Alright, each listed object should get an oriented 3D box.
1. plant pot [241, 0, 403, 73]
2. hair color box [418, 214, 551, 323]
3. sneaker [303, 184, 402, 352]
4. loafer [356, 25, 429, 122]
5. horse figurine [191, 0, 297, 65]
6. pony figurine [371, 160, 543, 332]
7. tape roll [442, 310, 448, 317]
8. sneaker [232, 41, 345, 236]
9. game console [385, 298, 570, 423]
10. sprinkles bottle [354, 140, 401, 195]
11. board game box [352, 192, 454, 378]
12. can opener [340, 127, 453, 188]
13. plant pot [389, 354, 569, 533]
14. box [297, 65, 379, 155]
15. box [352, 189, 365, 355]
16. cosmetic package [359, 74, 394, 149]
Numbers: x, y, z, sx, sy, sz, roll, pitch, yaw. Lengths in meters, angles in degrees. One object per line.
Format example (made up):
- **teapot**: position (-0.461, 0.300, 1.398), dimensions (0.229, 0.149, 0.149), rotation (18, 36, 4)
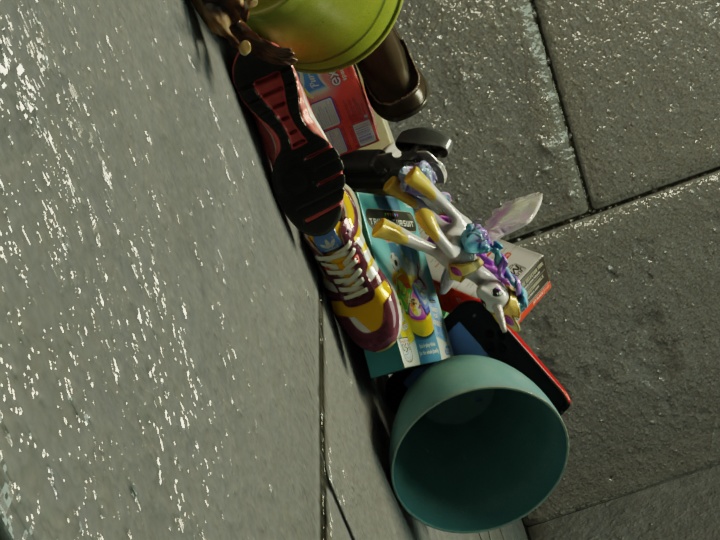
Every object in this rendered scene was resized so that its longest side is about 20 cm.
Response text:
- **plant pot**: position (-0.075, -0.306, 1.198), dimensions (0.203, 0.198, 0.193), rotation (71, 19, 3)
- **hair color box**: position (0.131, 0.002, 1.537), dimensions (0.199, 0.101, 0.062), rotation (24, -32, 41)
- **sneaker**: position (-0.020, -0.008, 1.277), dimensions (0.202, 0.074, 0.090), rotation (67, 14, 15)
- **loafer**: position (0.020, -0.258, 1.444), dimensions (0.071, 0.072, 0.201), rotation (55, 7, -51)
- **horse figurine**: position (-0.129, -0.258, 1.040), dimensions (0.201, 0.050, 0.133), rotation (60, -7, -25)
- **pony figurine**: position (0.113, -0.035, 1.377), dimensions (0.199, 0.166, 0.194), rotation (39, 30, -15)
- **tape roll**: position (0.120, 0.109, 1.666), dimensions (0.200, 0.048, 0.203), rotation (-34, 133, -46)
- **sneaker**: position (-0.064, -0.135, 1.207), dimensions (0.087, 0.073, 0.202), rotation (-87, 157, -78)
- **game console**: position (0.135, 0.151, 1.457), dimensions (0.177, 0.200, 0.031), rotation (51, 32, 16)
- **sprinkles bottle**: position (0.025, -0.114, 1.596), dimensions (0.069, 0.067, 0.200), rotation (71, -21, 3)
- **board game box**: position (0.036, 0.015, 1.393), dimensions (0.151, 0.046, 0.203), rotation (-1, 75, -65)
- **can opener**: position (0.028, -0.136, 1.472), dimensions (0.053, 0.198, 0.067), rotation (51, 57, -38)
- **plant pot**: position (0.121, 0.175, 1.363), dimensions (0.135, 0.198, 0.202), rotation (-106, 174, -59)
- **box**: position (-0.058, -0.240, 1.445), dimensions (0.095, 0.101, 0.202), rotation (-100, 168, -63)
- **box**: position (0.000, 0.000, 1.502), dimensions (0.193, 0.047, 0.202), rotation (-65, 135, -85)
- **cosmetic package**: position (-0.019, -0.226, 1.741), dimensions (0.073, 0.102, 0.202), rotation (-87, 156, -73)
